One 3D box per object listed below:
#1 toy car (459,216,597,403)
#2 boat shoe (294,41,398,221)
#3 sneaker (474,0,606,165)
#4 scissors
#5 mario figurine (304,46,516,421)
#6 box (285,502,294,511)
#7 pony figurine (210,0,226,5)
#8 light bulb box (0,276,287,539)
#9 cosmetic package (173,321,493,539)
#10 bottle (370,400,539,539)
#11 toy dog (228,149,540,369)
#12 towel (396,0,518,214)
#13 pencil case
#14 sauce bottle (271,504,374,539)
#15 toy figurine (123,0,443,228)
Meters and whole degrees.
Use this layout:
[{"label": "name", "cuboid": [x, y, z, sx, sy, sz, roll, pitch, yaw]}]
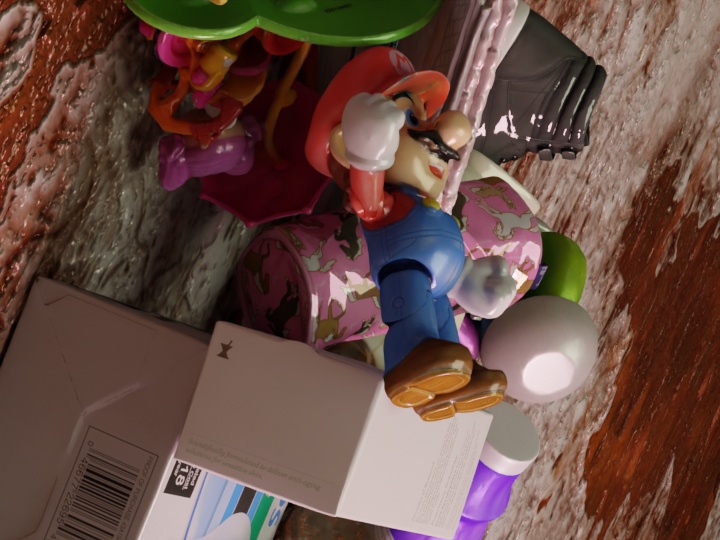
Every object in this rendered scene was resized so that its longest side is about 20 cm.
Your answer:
[{"label": "toy car", "cuboid": [0.063, 0.031, 1.914, 0.200, 0.175, 0.150, -39, 120, 16]}, {"label": "boat shoe", "cuboid": [-0.018, -0.120, 1.677, 0.072, 0.065, 0.201, 1, 103, -73]}, {"label": "sneaker", "cuboid": [0.104, -0.087, 1.915, 0.200, 0.099, 0.071, -59, -176, 27]}, {"label": "scissors", "cuboid": [-0.030, -0.140, 1.638, 0.014, 0.073, 0.201, 3, 110, -39]}, {"label": "mario figurine", "cuboid": [0.039, -0.030, 1.427, 0.124, 0.106, 0.201, 120, -41, -65]}, {"label": "box", "cuboid": [-0.040, 0.139, 1.740, 0.200, 0.044, 0.160, -38, 154, 21]}, {"label": "pony figurine", "cuboid": [-0.037, -0.240, 1.441, 0.200, 0.166, 0.193, -47, 141, -21]}, {"label": "light bulb box", "cuboid": [-0.133, 0.126, 1.573, 0.199, 0.124, 0.200, -68, 158, 0]}, {"label": "cosmetic package", "cuboid": [-0.011, 0.092, 1.519, 0.200, 0.107, 0.085, 21, 87, -67]}, {"label": "bottle", "cuboid": [0.040, 0.157, 1.703, 0.200, 0.065, 0.084, -50, -156, 37]}, {"label": "toy dog", "cuboid": [0.000, 0.000, 1.758, 0.194, 0.139, 0.201, 41, 72, -54]}, {"label": "towel", "cuboid": [0.046, -0.118, 1.565, 0.191, 0.032, 0.201, -93, -163, -59]}, {"label": "pencil case", "cuboid": [0.018, 0.000, 1.650, 0.199, 0.087, 0.083, -12, 159, -37]}, {"label": "sauce bottle", "cuboid": [-0.059, 0.207, 1.719, 0.066, 0.066, 0.200, -50, -177, -38]}, {"label": "toy figurine", "cuboid": [-0.063, -0.102, 1.546, 0.199, 0.150, 0.185, -19, 141, -35]}]
